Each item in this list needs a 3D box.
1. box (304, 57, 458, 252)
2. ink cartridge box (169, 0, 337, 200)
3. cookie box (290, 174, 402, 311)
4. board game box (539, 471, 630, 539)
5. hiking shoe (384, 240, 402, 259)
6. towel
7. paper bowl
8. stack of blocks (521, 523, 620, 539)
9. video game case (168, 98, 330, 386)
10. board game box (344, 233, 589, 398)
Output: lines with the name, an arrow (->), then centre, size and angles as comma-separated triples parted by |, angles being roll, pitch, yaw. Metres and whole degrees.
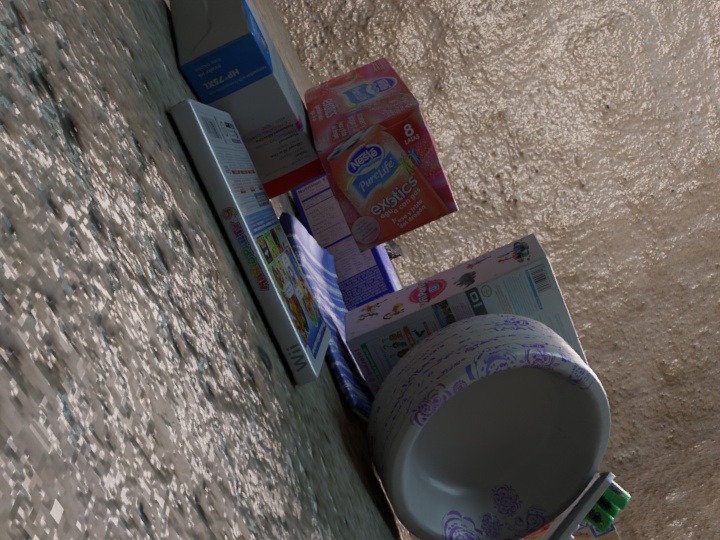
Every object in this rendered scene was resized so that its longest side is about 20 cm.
box -> 0.012, -0.115, 0.741 | 0.201, 0.094, 0.104 | -105, 171, -64
ink cartridge box -> -0.091, -0.150, 0.725 | 0.201, 0.066, 0.117 | 61, 8, -47
cookie box -> 0.000, 0.000, 0.969 | 0.171, 0.074, 0.202 | 54, 14, -69
board game box -> 0.153, 0.261, 0.687 | 0.026, 0.201, 0.200 | 38, -4, 18
hiking shoe -> 0.048, -0.072, 1.899 | 0.200, 0.075, 0.102 | 15, 54, -83
towel -> -0.022, 0.050, 0.784 | 0.145, 0.024, 0.202 | 53, 14, -68
paper bowl -> 0.103, 0.130, 0.691 | 0.202, 0.199, 0.105 | 63, -3, -30
stack of blocks -> 0.243, 0.377, 1.077 | 0.059, 0.198, 0.115 | 63, 6, -14
video game case -> -0.074, -0.025, 0.596 | 0.143, 0.018, 0.202 | -79, 144, -83
board game box -> 0.102, 0.074, 0.768 | 0.064, 0.198, 0.149 | -96, 162, -66
